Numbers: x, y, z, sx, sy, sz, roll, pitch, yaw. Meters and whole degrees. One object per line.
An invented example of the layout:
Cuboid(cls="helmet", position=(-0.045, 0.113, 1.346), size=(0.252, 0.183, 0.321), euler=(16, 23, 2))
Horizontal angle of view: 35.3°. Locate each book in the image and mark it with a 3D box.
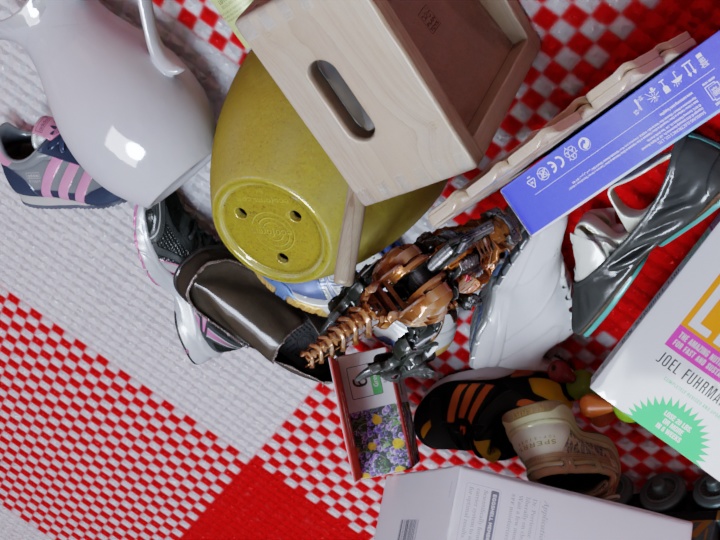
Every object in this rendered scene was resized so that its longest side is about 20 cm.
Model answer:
Cuboid(cls="book", position=(0.282, 0.044, 0.836), size=(0.133, 0.048, 0.201), euler=(34, 107, 3))

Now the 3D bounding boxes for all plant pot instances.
Cuboid(cls="plant pot", position=(-0.043, -0.074, 0.905), size=(0.198, 0.142, 0.201), euler=(16, 135, 17))

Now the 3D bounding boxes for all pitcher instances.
Cuboid(cls="pitcher", position=(-0.195, -0.166, 0.931), size=(0.200, 0.121, 0.171), euler=(51, 132, -5))

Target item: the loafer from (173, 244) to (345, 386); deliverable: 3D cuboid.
Cuboid(cls="loafer", position=(-0.083, 0.044, 1.057), size=(0.199, 0.071, 0.073), euler=(32, 98, -29))

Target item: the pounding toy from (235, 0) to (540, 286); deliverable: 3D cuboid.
Cuboid(cls="pounding toy", position=(0.017, -0.132, 0.785), size=(0.141, 0.185, 0.201), euler=(-16, 121, 39))

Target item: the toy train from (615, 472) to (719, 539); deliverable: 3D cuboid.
Cuboid(cls="toy train", position=(0.281, 0.249, 1.042), size=(0.199, 0.114, 0.086), euler=(-11, 124, 37))

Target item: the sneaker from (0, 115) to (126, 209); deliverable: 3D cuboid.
Cuboid(cls="sneaker", position=(-0.264, -0.106, 1.055), size=(0.198, 0.070, 0.082), euler=(-3, 131, 30))

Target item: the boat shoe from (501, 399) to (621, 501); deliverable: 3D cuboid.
Cuboid(cls="boat shoe", position=(0.173, 0.169, 0.954), size=(0.073, 0.063, 0.200), euler=(-23, 147, 22))

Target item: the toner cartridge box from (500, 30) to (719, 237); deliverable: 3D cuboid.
Cuboid(cls="toner cartridge box", position=(0.194, -0.100, 0.763), size=(0.200, 0.095, 0.043), euler=(-37, 86, 41))

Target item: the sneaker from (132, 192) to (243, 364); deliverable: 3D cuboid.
Cuboid(cls="sneaker", position=(-0.149, -0.005, 1.096), size=(0.086, 0.081, 0.201), euler=(-12, 126, 12))

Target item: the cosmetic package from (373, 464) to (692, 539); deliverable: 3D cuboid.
Cuboid(cls="cosmetic package", position=(0.128, 0.241, 0.921), size=(0.198, 0.124, 0.199), euler=(17, 164, -12))

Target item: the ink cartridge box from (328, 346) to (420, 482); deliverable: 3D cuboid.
Cuboid(cls="ink cartridge box", position=(0.016, 0.126, 1.008), size=(0.050, 0.110, 0.200), euler=(-13, 172, 4))

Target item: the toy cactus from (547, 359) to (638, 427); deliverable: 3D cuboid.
Cuboid(cls="toy cactus", position=(0.272, 0.109, 0.953), size=(0.199, 0.103, 0.165), euler=(-9, 143, 33))

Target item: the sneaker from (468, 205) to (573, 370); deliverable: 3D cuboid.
Cuboid(cls="sneaker", position=(0.146, 0.012, 0.945), size=(0.086, 0.075, 0.201), euler=(10, 140, 1))

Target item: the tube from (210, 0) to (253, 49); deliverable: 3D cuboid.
Cuboid(cls="tube", position=(-0.126, -0.261, 0.850), size=(0.058, 0.052, 0.201), euler=(-35, 106, 3))

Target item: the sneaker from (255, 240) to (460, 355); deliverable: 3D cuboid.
Cuboid(cls="sneaker", position=(0.000, 0.000, 1.017), size=(0.199, 0.075, 0.089), euler=(21, 119, 9))

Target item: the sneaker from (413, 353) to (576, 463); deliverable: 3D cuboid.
Cuboid(cls="sneaker", position=(0.112, 0.142, 1.056), size=(0.199, 0.090, 0.070), euler=(-27, 113, 43))

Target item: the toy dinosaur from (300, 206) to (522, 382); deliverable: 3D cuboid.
Cuboid(cls="toy dinosaur", position=(0.033, 0.013, 0.833), size=(0.136, 0.198, 0.103), euler=(-51, 53, 53))

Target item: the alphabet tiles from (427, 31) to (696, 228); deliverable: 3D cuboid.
Cuboid(cls="alphabet tiles", position=(0.130, -0.092, 0.759), size=(0.015, 0.195, 0.200), euler=(56, 136, 2))

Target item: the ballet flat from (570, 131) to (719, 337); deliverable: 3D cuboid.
Cuboid(cls="ballet flat", position=(0.207, -0.033, 0.865), size=(0.068, 0.068, 0.200), euler=(40, 127, 4))
